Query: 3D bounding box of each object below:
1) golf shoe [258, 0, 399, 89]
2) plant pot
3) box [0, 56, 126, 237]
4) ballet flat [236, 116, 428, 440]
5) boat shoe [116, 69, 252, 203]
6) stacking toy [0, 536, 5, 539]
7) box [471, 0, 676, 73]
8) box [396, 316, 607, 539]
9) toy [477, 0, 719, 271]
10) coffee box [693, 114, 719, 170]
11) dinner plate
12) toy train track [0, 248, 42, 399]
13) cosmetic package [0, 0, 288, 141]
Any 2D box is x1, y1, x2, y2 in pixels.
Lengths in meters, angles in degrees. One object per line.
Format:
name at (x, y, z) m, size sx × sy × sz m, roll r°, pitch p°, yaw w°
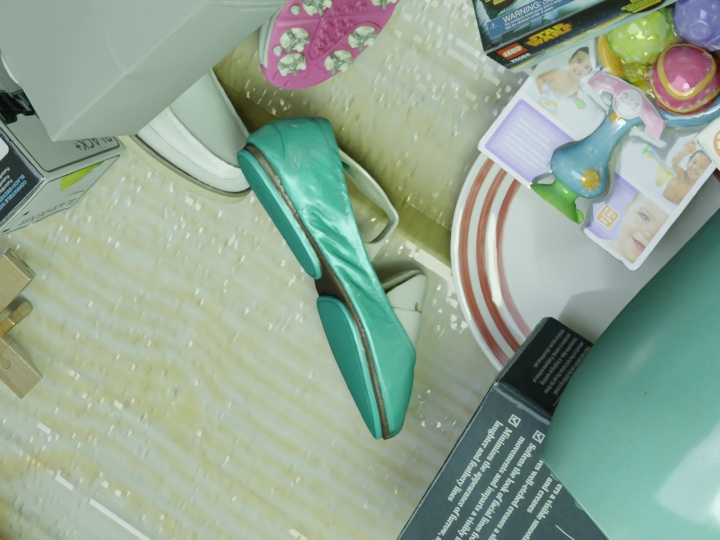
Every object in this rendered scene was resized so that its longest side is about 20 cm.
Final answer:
golf shoe at (-0.014, -0.196, 1.701) m, size 0.092 × 0.075 × 0.200 m, roll 59°, pitch 136°, yaw 41°
plant pot at (0.190, 0.092, 1.511) m, size 0.161 × 0.201 × 0.201 m, roll -41°, pitch 85°, yaw 0°
box at (-0.242, -0.118, 1.779) m, size 0.060 × 0.117 × 0.200 m, roll -43°, pitch 83°, yaw 22°
ballet flat at (0.000, 0.000, 1.731) m, size 0.070 × 0.067 × 0.200 m, roll -28°, pitch 103°, yaw -13°
boat shoe at (-0.124, -0.128, 1.750) m, size 0.200 × 0.075 × 0.068 m, roll 47°, pitch 120°, yaw 7°
stacking toy at (-0.295, 0.146, 1.858) m, size 0.146 × 0.146 × 0.200 m, roll -27°, pitch 83°, yaw 25°
box at (0.145, -0.208, 1.609) m, size 0.200 × 0.040 × 0.137 m, roll -24°, pitch 64°, yaw 25°
box at (0.138, 0.151, 1.676) m, size 0.200 × 0.107 × 0.149 m, roll 34°, pitch 119°, yaw 6°
toy at (0.163, -0.111, 1.631) m, size 0.115 × 0.047 × 0.200 m, roll 39°, pitch 103°, yaw 11°
coffee box at (0.327, -0.068, 1.512) m, size 0.198 × 0.200 × 0.200 m, roll -42°, pitch 84°, yaw 24°
dinner plate at (0.148, -0.007, 1.696) m, size 0.200 × 0.024 × 0.200 m, roll 6°, pitch 105°, yaw 21°
toy train track at (-0.264, 0.052, 1.876) m, size 0.115 × 0.033 × 0.200 m, roll 45°, pitch 120°, yaw -1°
cosmetic package at (-0.109, -0.167, 1.648) m, size 0.200 × 0.090 × 0.107 m, roll -37°, pitch 74°, yaw 33°
